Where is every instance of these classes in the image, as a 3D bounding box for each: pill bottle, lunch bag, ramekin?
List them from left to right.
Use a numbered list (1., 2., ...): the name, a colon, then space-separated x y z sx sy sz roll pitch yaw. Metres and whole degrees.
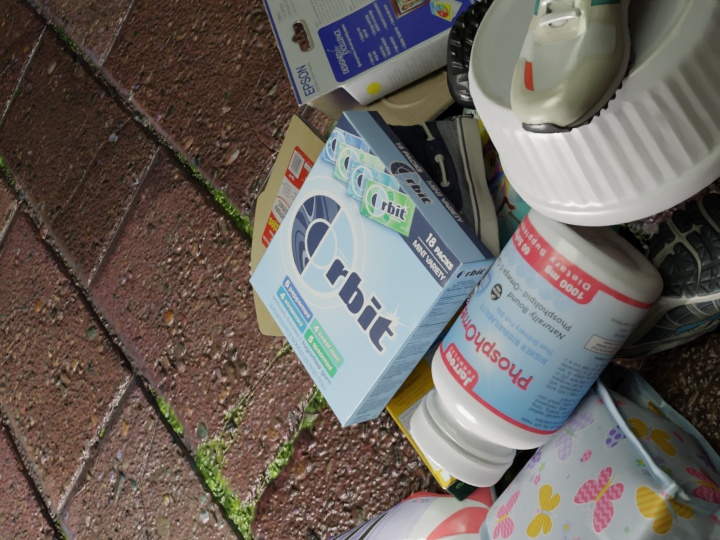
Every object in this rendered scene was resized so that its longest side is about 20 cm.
1. pill bottle: 0.121 0.057 0.738 0.201 0.108 0.109 -58 46 19
2. lunch bag: 0.182 0.179 0.739 0.170 0.126 0.200 -57 20 15
3. ramekin: 0.162 -0.137 0.657 0.201 0.094 0.204 -23 47 27

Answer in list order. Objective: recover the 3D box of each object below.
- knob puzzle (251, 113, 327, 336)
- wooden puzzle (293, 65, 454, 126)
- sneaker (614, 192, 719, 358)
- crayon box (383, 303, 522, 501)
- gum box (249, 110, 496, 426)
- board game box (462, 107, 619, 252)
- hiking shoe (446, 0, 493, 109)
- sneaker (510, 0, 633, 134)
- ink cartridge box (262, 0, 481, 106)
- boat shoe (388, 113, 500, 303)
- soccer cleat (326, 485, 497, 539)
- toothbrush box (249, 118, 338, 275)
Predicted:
1. knob puzzle: -0.053 -0.025 0.978 0.219 0.030 0.222 -17 69 53
2. wooden puzzle: 0.054 -0.210 1.012 0.200 0.046 0.185 -45 48 -12
3. sneaker: 0.249 0.009 0.754 0.200 0.086 0.078 -33 49 43
4. crayon box: 0.074 0.082 0.887 0.125 0.052 0.200 -39 57 2
5. gum box: 0.000 0.000 0.837 0.170 0.044 0.201 54 130 26
6. board game box: 0.148 -0.084 0.873 0.200 0.047 0.152 -1 76 62
7. hiking shoe: 0.122 -0.184 0.853 0.075 0.101 0.201 10 47 17
8. sneaker: 0.121 -0.177 0.578 0.070 0.093 0.201 8 65 45
9. ink cartridge box: 0.014 -0.253 1.007 0.199 0.047 0.199 -26 48 8
10. boat shoe: 0.062 -0.047 0.846 0.092 0.075 0.201 -3 50 -1
11. soccer cleat: 0.043 0.237 0.909 0.199 0.068 0.074 -20 49 38
12. toothbrush box: -0.006 -0.036 1.023 0.146 0.086 0.201 44 110 43
